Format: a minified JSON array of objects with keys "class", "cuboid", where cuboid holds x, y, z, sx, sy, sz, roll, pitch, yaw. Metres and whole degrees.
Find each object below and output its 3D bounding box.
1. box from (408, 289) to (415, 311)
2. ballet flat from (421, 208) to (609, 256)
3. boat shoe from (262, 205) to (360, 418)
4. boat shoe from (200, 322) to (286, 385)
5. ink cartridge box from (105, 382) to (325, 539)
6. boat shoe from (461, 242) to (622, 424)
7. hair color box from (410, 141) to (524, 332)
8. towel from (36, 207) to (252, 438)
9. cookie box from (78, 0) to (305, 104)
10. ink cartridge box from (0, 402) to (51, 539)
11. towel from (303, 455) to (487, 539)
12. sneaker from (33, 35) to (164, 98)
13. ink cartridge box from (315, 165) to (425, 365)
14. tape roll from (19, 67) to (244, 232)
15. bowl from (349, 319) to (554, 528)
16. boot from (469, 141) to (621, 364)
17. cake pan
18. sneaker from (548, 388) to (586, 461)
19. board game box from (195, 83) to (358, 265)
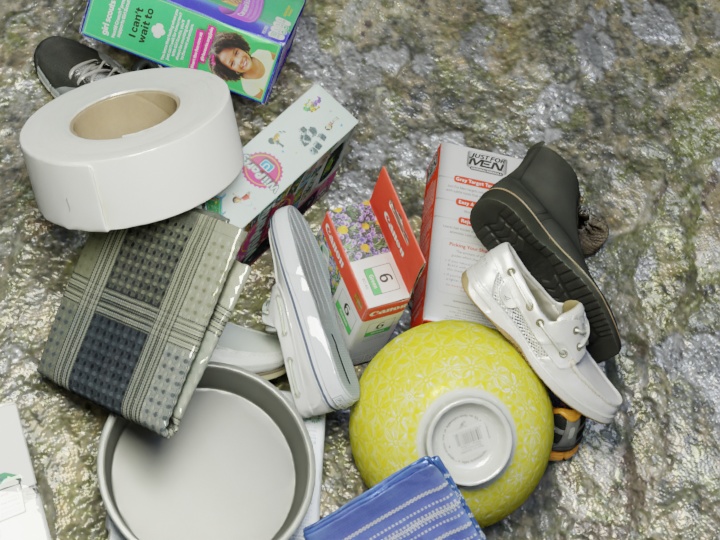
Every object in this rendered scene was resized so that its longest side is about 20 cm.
[{"class":"box","cuboid":[0.098,0.081,1.826,0.041,0.039,0.201,-17,68,-20]},{"class":"ballet flat","cuboid":[0.162,-0.049,1.903,0.198,0.046,0.068,6,61,-10]},{"class":"boat shoe","cuboid":[-0.062,0.040,1.730,0.066,0.073,0.202,-23,71,18]},{"class":"boat shoe","cuboid":[-0.161,0.059,1.747,0.198,0.069,0.075,7,19,-10]},{"class":"ink cartridge box","cuboid":[-0.134,0.203,1.710,0.197,0.041,0.202,8,63,-8]},{"class":"boat shoe","cuboid":[0.183,0.058,1.725,0.200,0.069,0.071,45,19,-8]},{"class":"hair color box","cuboid":[0.110,-0.019,1.823,0.100,0.061,0.202,12,63,-8]},{"class":"towel","cuboid":[-0.194,0.031,1.673,0.192,0.034,0.202,19,86,41]},{"class":"cookie box","cuboid":[-0.166,-0.262,1.877,0.198,0.076,0.172,20,27,-3]},{"class":"ink cartridge box","cuboid":[-0.313,0.237,1.592,0.083,0.146,0.202,-12,66,-17]},{"class":"towel","cuboid":[0.055,0.280,1.651,0.144,0.024,0.201,-30,97,6]},{"class":"sneaker","cuboid":[-0.240,-0.191,1.844,0.199,0.116,0.075,37,61,7]},{"class":"ink cartridge box","cuboid":[0.000,0.000,1.752,0.050,0.200,0.110,-15,67,-20]},{"class":"tape roll","cuboid":[-0.210,-0.114,1.698,0.200,0.071,0.203,-8,29,5]},{"class":"bowl","cuboid":[0.092,0.151,1.703,0.198,0.108,0.203,0,94,-7]},{"class":"boot","cuboid":[0.206,-0.023,1.796,0.201,0.077,0.138,55,41,-12]},{"class":"cake pan","cuboid":[-0.140,0.182,1.674,0.198,0.037,0.202,4,64,-9]},{"class":"sneaker","cuboid":[0.185,0.083,1.825,0.077,0.077,0.202,-9,65,-16]},{"class":"board game box","cuboid":[-0.100,-0.071,1.797,0.064,0.148,0.200,42,63,9]}]
